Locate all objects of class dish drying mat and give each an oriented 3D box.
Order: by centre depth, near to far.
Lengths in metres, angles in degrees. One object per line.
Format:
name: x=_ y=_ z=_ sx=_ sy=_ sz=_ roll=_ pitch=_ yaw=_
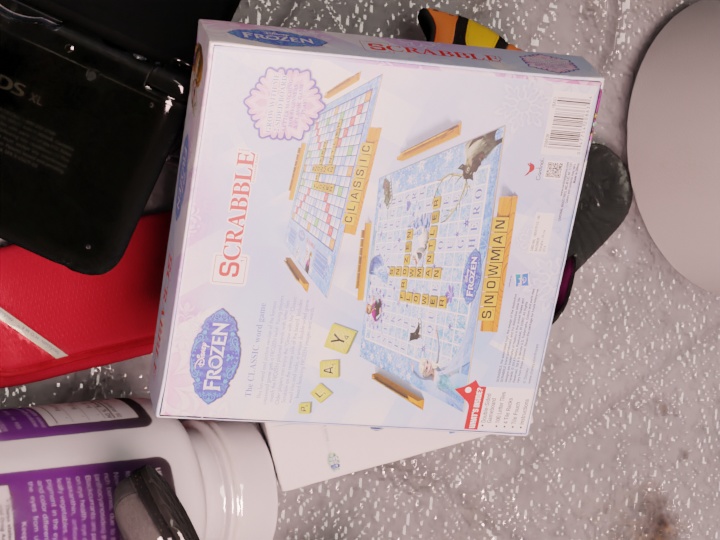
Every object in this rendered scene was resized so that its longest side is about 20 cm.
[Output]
dish drying mat: x=-0.130 y=0.011 z=1.183 sx=0.200 sy=0.018 sz=0.077 roll=-13 pitch=96 yaw=-29

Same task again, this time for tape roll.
tape roll: x=0.286 y=-0.081 z=1.348 sx=0.203 sy=0.139 sz=0.203 roll=1 pitch=88 yaw=-36

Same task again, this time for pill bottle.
pill bottle: x=-0.150 y=0.125 z=1.119 sx=0.200 sy=0.111 sz=0.111 roll=-3 pitch=92 yaw=-30

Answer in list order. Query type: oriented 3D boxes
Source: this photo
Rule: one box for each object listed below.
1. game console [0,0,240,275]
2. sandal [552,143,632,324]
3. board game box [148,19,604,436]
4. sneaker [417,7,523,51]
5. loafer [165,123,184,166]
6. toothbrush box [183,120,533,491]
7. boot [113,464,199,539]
game console: x=-0.180 y=-0.122 z=1.114 sx=0.200 sy=0.116 sz=0.176 roll=24 pitch=108 yaw=-5
sandal: x=0.103 y=-0.002 z=1.301 sx=0.075 sy=0.048 sz=0.200 roll=47 pitch=68 yaw=-23
board game box: x=0.005 y=-0.018 z=1.074 sx=0.199 sy=0.041 sz=0.200 roll=5 pitch=112 yaw=-15
sneaker: x=0.022 y=-0.060 z=1.253 sx=0.090 sy=0.070 sz=0.200 roll=32 pitch=80 yaw=0
loafer: x=-0.033 y=-0.090 z=1.188 sx=0.200 sy=0.063 sz=0.072 roll=3 pitch=112 yaw=-17
toothbrush box: x=0.000 y=0.000 z=1.150 sx=0.146 sy=0.085 sz=0.200 roll=-16 pitch=114 yaw=-6
boot: x=-0.128 y=0.195 z=1.066 sx=0.132 sy=0.070 sz=0.200 roll=-18 pitch=125 yaw=-7
